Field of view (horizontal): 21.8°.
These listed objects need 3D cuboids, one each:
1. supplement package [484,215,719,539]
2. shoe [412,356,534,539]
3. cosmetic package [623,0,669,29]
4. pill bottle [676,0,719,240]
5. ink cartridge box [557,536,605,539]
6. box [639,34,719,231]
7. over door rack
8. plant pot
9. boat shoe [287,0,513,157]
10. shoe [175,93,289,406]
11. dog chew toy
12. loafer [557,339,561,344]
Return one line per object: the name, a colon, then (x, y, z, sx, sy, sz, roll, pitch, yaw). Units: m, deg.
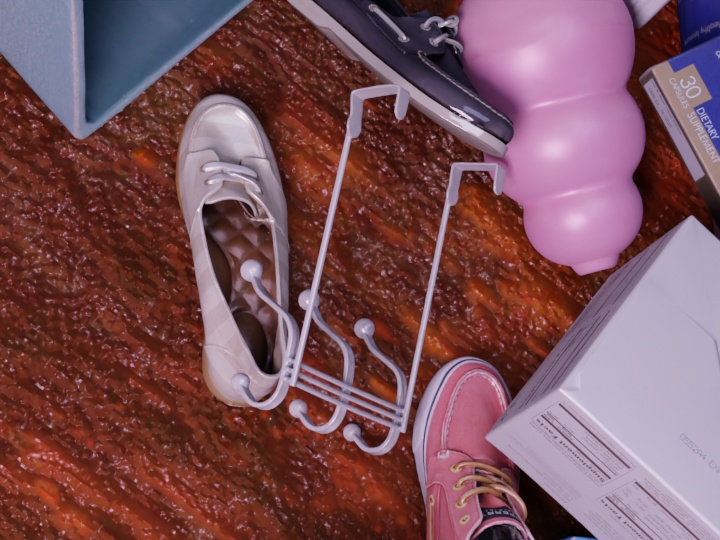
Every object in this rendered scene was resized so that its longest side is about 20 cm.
supplement package: (0.210, 0.100, 1.130, 0.200, 0.111, 0.156, 43, 61, -2)
shoe: (0.077, 0.145, 1.148, 0.071, 0.091, 0.200, 10, 73, -17)
cosmetic package: (0.141, -0.258, 1.219, 0.200, 0.102, 0.074, 42, 75, -1)
pill bottle: (0.282, -0.120, 1.280, 0.115, 0.116, 0.200, 2, 75, -19)
ink cartridge box: (0.211, 0.236, 1.185, 0.200, 0.068, 0.116, 7, 74, -19)
box: (0.295, -0.116, 1.205, 0.200, 0.032, 0.121, -26, 83, -14)
over door rack: (0.000, 0.000, 1.126, 0.148, 0.067, 0.200, 29, 81, -56)
plant pot: (-0.168, -0.244, 1.116, 0.200, 0.196, 0.196, 42, 66, 13)
boat shoe: (0.030, -0.146, 1.178, 0.200, 0.073, 0.063, 41, 93, 28)
shoe: (-0.072, -0.018, 1.158, 0.070, 0.053, 0.200, -3, 77, -20)
dog chew toy: (0.131, -0.097, 1.222, 0.124, 0.125, 0.200, -15, 89, -23)
loafer: (0.219, 0.100, 1.227, 0.200, 0.063, 0.072, 38, 67, -7)
